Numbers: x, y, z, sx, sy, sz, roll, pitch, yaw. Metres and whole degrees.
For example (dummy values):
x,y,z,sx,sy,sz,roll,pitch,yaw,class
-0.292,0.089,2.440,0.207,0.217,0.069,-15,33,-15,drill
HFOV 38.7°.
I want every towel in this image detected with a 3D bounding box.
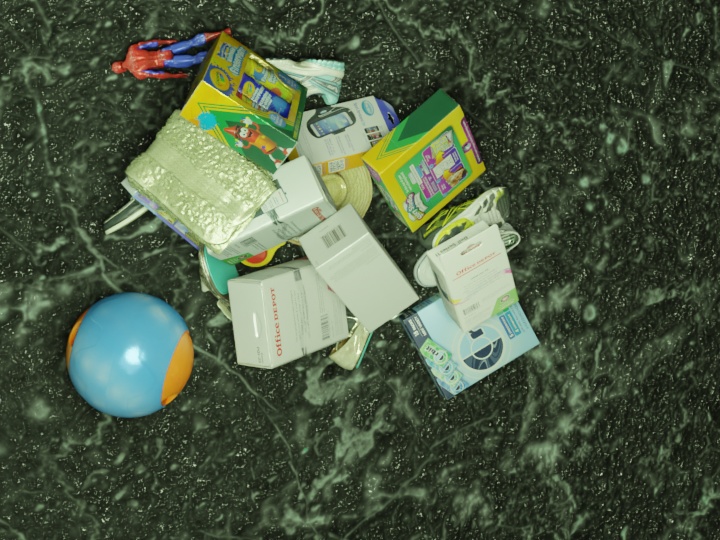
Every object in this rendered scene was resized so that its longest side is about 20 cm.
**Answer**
x,y,z,sx,sy,sz,roll,pitch,yaw,class
-0.238,-0.136,1.528,0.200,0.036,0.148,39,87,6,towel

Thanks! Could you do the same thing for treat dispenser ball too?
x,y,z,sx,sy,sz,roll,pitch,yaw,class
-0.369,0.134,1.643,0.201,0.201,0.201,-2,99,-12,treat dispenser ball

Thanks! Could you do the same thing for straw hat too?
x,y,z,sx,sy,sz,roll,pitch,yaw,class
-0.069,-0.131,1.725,0.201,0.085,0.201,-2,99,-12,straw hat

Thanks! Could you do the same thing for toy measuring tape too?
x,y,z,sx,sy,sz,roll,pitch,yaw,class
-0.142,-0.036,1.731,0.200,0.074,0.074,9,96,-13,toy measuring tape

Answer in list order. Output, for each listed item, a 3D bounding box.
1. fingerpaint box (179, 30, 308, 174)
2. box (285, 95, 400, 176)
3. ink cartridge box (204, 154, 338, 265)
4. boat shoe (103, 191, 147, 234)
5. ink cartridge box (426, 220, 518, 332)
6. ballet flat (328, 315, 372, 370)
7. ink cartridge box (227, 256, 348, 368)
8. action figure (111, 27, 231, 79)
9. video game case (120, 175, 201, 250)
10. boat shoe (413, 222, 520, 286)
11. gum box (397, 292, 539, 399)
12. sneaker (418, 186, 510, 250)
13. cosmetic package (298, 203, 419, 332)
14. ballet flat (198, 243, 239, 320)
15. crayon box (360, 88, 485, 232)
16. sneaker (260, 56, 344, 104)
x,y,z,sx,sy,sz,roll,pitch,yaw,class
-0.173,-0.261,1.568,0.167,0.200,0.073,32,119,-17,fingerpaint box
-0.033,-0.223,1.708,0.200,0.041,0.119,-13,56,-11,box
-0.146,-0.092,1.609,0.200,0.147,0.083,-24,80,3,ink cartridge box
-0.349,-0.139,1.672,0.199,0.075,0.066,-38,102,-5,boat shoe
0.185,-0.002,1.715,0.117,0.067,0.200,-29,136,-7,ink cartridge box
0.005,0.078,1.785,0.062,0.067,0.200,25,92,-5,ballet flat
-0.117,0.064,1.692,0.200,0.083,0.147,-18,106,-50,ink cartridge box
-0.304,-0.347,1.661,0.200,0.052,0.065,-11,90,-4,action figure
-0.257,-0.148,1.646,0.181,0.045,0.200,-47,144,-3,video game case
0.187,-0.031,1.803,0.200,0.067,0.074,-30,103,-6,boat shoe
0.195,0.107,1.838,0.200,0.045,0.170,-31,102,-7,gum box
0.180,-0.095,1.782,0.200,0.085,0.075,-34,126,-30,sneaker
0.000,0.000,1.662,0.108,0.085,0.200,-34,137,3,cosmetic package
-0.223,0.039,1.728,0.200,0.075,0.068,53,45,-15,ballet flat
0.109,-0.179,1.710,0.173,0.058,0.200,-40,148,-3,crayon box
-0.124,-0.309,1.692,0.200,0.078,0.086,-1,102,-12,sneaker
